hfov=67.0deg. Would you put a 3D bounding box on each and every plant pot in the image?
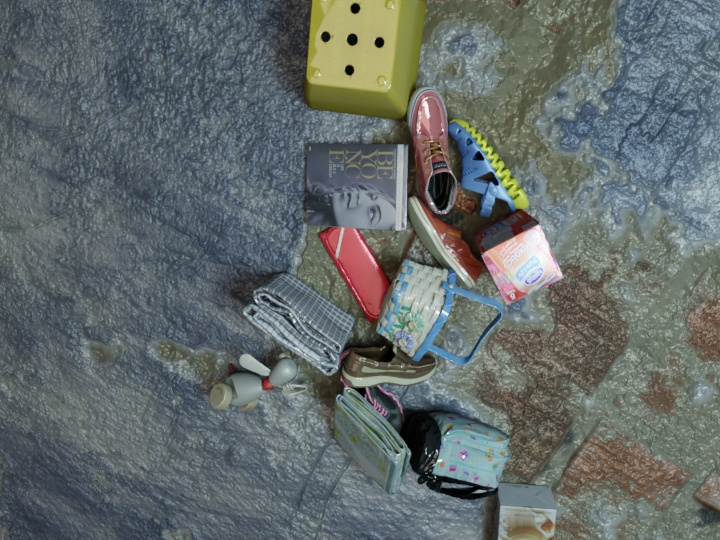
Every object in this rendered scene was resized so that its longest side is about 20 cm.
[{"bbox_3d":[-0.001,-0.361,0.887,0.194,0.177,0.206,8,104,5],"label":"plant pot"}]

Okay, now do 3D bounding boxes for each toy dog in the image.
[{"bbox_3d":[-0.211,0.209,1.093,0.196,0.132,0.098,-20,62,7],"label":"toy dog"}]

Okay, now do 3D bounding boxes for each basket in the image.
[{"bbox_3d":[0.135,0.086,0.981,0.195,0.141,0.178,18,134,-2],"label":"basket"}]

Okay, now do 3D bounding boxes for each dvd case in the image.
[{"bbox_3d":[-0.008,-0.154,0.996,0.195,0.016,0.153,5,101,18],"label":"dvd case"}]

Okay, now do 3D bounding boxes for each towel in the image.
[{"bbox_3d":[0.018,0.328,1.037,0.170,0.048,0.203,40,148,26],"label":"towel"},{"bbox_3d":[-0.105,0.089,1.013,0.198,0.166,0.086,35,99,-2],"label":"towel"}]

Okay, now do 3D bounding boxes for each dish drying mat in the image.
[{"bbox_3d":[0.000,0.000,1.052,0.076,0.018,0.203,-29,98,12],"label":"dish drying mat"}]

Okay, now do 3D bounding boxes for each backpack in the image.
[{"bbox_3d":[0.186,0.344,1.037,0.195,0.167,0.130,17,97,-12],"label":"backpack"}]

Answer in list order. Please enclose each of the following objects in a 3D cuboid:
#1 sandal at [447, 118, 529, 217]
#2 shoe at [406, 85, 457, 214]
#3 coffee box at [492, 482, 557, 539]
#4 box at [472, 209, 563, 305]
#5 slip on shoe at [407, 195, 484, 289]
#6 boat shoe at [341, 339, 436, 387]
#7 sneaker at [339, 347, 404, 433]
[{"bbox_3d":[0.208,-0.173,0.953,0.086,0.079,0.202,-36,90,18],"label":"sandal"},{"bbox_3d":[0.126,-0.200,0.920,0.070,0.092,0.204,-11,122,-7],"label":"shoe"},{"bbox_3d":[0.328,0.547,1.105,0.111,0.080,0.206,1,103,7],"label":"coffee box"},{"bbox_3d":[0.257,-0.031,0.917,0.101,0.200,0.096,-26,99,12],"label":"box"},{"bbox_3d":[0.154,-0.059,0.998,0.061,0.074,0.201,-41,95,-8],"label":"slip on shoe"},{"bbox_3d":[0.062,0.169,1.017,0.198,0.075,0.077,-3,114,-30],"label":"boat shoe"},{"bbox_3d":[0.017,0.254,1.071,0.078,0.096,0.202,-34,98,12],"label":"sneaker"}]
